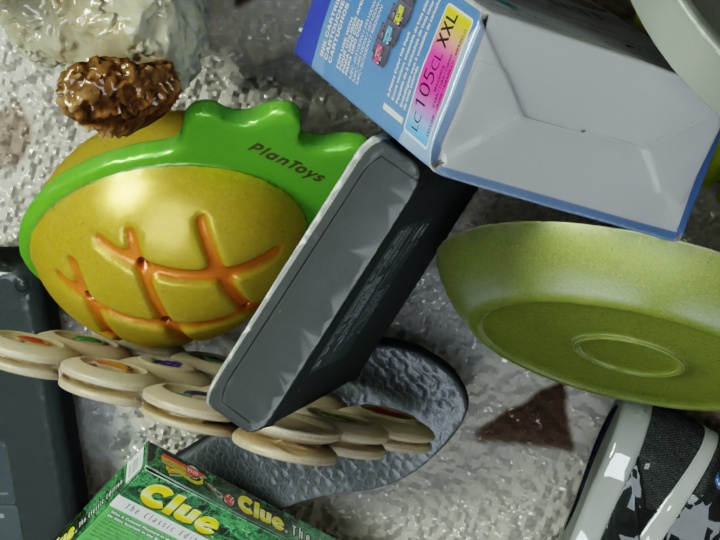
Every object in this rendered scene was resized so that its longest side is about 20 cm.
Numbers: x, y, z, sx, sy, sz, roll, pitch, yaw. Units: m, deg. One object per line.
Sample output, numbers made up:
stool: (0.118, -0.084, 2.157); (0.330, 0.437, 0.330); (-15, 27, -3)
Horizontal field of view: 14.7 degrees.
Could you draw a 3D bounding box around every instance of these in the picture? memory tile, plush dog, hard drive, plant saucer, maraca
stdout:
memory tile: (-0.074, 0.057, 1.349); (0.199, 0.153, 0.017); (16, 97, 28)
plush dog: (-0.127, -0.152, 1.282); (0.160, 0.200, 0.172); (-23, 116, 10)
hard drive: (0.000, 0.000, 1.296); (0.033, 0.200, 0.140); (34, 100, 8)
plant saucer: (0.129, 0.028, 1.320); (0.199, 0.200, 0.031); (13, 72, 4)
maraca: (-0.080, -0.028, 1.351); (0.137, 0.107, 0.200); (19, 144, -37)
hard drive: (-0.219, 0.086, 1.471); (0.139, 0.033, 0.201); (-2, 113, 10)

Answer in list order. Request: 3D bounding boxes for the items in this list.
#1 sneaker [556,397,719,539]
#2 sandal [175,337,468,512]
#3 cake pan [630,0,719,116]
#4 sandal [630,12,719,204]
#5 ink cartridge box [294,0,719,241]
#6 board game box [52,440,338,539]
sneaker: (0.149, 0.169, 1.432); (0.111, 0.073, 0.201); (20, 115, 0)
sandal: (-0.034, 0.088, 1.449); (0.199, 0.043, 0.076); (-26, 98, 23)
cake pan: (0.190, -0.125, 1.236); (0.200, 0.201, 0.037); (39, 132, -9)
sandal: (0.209, -0.060, 1.330); (0.087, 0.079, 0.200); (-45, 94, -14)
ink cartridge box: (0.060, -0.094, 1.268); (0.136, 0.200, 0.077); (15, 106, -27)
board game box: (-0.057, 0.167, 1.457); (0.199, 0.024, 0.105); (30, 127, -22)
